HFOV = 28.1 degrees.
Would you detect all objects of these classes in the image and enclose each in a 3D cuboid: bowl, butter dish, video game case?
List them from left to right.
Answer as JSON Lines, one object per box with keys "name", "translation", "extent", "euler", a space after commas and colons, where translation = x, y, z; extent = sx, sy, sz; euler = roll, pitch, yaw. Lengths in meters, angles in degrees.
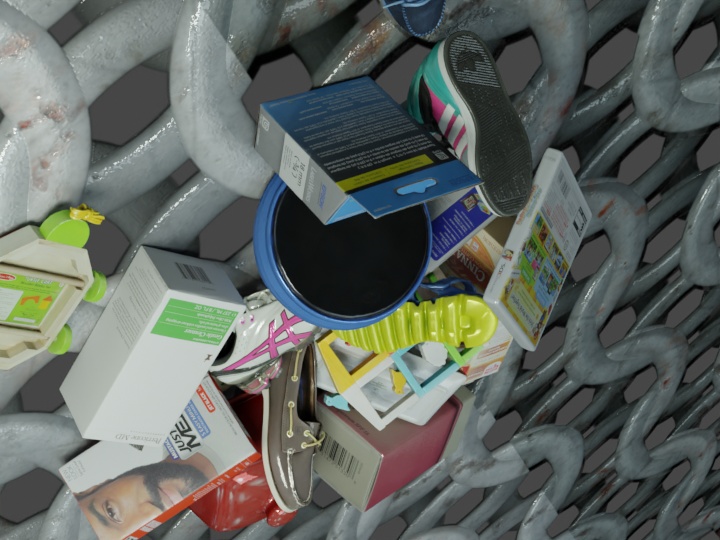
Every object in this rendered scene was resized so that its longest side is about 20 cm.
{"name": "butter dish", "translation": [-0.129, 0.249, 1.759], "extent": [0.199, 0.148, 0.200], "euler": [-22, 145, -29]}
{"name": "bowl", "translation": [-0.015, -0.037, 1.540], "extent": [0.200, 0.201, 0.039], "euler": [-31, -171, -18]}
{"name": "video game case", "translation": [0.202, -0.019, 1.615], "extent": [0.183, 0.023, 0.200], "euler": [-66, 156, -10]}

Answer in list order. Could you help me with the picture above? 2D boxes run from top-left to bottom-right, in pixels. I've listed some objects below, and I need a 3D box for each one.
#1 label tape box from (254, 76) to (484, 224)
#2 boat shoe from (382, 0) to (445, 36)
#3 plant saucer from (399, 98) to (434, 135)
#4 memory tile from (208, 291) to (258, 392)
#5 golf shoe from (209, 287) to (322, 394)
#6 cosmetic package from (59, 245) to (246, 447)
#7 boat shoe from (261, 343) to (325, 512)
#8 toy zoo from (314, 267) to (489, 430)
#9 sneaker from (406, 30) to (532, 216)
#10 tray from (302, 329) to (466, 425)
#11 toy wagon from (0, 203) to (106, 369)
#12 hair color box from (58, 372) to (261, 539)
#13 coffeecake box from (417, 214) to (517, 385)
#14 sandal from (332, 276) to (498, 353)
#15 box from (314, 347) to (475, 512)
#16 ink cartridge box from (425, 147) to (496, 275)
{"name": "label tape box", "translation": [0.005, -0.106, 1.454], "extent": [0.144, 0.200, 0.064], "euler": [-19, 140, -32]}
{"name": "boat shoe", "translation": [0.056, -0.299, 1.411], "extent": [0.084, 0.069, 0.200], "euler": [-35, 147, -12]}
{"name": "plant saucer", "translation": [0.027, -0.143, 1.607], "extent": [0.200, 0.019, 0.070], "euler": [-37, 147, -9]}
{"name": "memory tile", "translation": [-0.161, 0.088, 1.669], "extent": [0.199, 0.017, 0.154], "euler": [-3, 130, -45]}
{"name": "golf shoe", "translation": [-0.101, 0.056, 1.599], "extent": [0.092, 0.073, 0.200], "euler": [27, 117, -30]}
{"name": "cosmetic package", "translation": [-0.222, 0.083, 1.523], "extent": [0.107, 0.085, 0.201], "euler": [12, 118, -41]}
{"name": "boat shoe", "translation": [-0.075, 0.178, 1.677], "extent": [0.059, 0.201, 0.072], "euler": [-11, 167, 25]}
{"name": "toy zoo", "translation": [0.038, 0.094, 1.682], "extent": [0.200, 0.020, 0.132], "euler": [-37, 103, -9]}
{"name": "sneaker", "translation": [0.110, -0.151, 1.552], "extent": [0.083, 0.201, 0.121], "euler": [-20, -174, -22]}
{"name": "tray", "translation": [0.020, 0.133, 1.741], "extent": [0.199, 0.022, 0.107], "euler": [22, 131, -21]}
{"name": "toy wagon", "translation": [-0.317, 0.011, 1.390], "extent": [0.155, 0.040, 0.200], "euler": [15, 116, -54]}
{"name": "hair color box", "translation": [-0.226, 0.218, 1.631], "extent": [0.199, 0.111, 0.064], "euler": [-34, 168, -4]}
{"name": "coffeecake box", "translation": [0.131, 0.012, 1.769], "extent": [0.073, 0.154, 0.201], "euler": [-15, 138, -40]}
{"name": "sandal", "translation": [0.057, 0.045, 1.633], "extent": [0.199, 0.087, 0.080], "euler": [4, 115, 5]}
{"name": "box", "translation": [0.034, 0.202, 1.877], "extent": [0.200, 0.128, 0.109], "euler": [-27, 144, -44]}
{"name": "ink cartridge box", "translation": [0.093, -0.071, 1.655], "extent": [0.200, 0.100, 0.039], "euler": [-38, 177, -26]}
